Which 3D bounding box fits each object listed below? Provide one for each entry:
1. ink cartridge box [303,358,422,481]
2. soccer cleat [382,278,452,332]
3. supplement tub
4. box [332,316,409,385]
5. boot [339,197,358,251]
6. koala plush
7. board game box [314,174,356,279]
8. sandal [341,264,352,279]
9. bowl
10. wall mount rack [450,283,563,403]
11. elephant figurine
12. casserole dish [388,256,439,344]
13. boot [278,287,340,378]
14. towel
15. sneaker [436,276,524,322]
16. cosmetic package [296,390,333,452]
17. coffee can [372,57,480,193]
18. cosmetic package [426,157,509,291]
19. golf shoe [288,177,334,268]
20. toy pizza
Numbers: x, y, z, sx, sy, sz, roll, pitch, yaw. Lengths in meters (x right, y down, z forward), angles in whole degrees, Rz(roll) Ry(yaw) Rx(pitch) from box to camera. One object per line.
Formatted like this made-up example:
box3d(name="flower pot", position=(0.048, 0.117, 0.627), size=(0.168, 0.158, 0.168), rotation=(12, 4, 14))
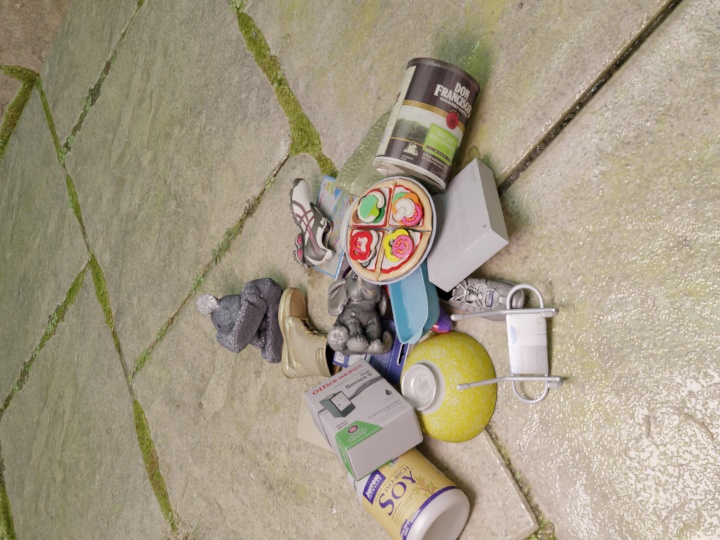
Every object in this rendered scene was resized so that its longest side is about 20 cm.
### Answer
box3d(name="ink cartridge box", position=(0.000, 0.268, 1.315), size=(0.200, 0.144, 0.085), rotation=(36, 150, 56))
box3d(name="soccer cleat", position=(0.107, 0.047, 1.373), size=(0.200, 0.066, 0.078), rotation=(42, 123, 44))
box3d(name="supplement tub", position=(0.083, 0.404, 1.293), size=(0.199, 0.144, 0.148), rotation=(35, 108, 40))
box3d(name="box", position=(0.030, 0.153, 1.447), size=(0.198, 0.032, 0.124), rotation=(11, 86, 47))
box3d(name="boot", position=(0.045, -0.099, 1.455), size=(0.144, 0.072, 0.202), rotation=(40, 108, 38))
box3d(name="koala plush", position=(-0.278, 0.105, 1.682), size=(0.198, 0.176, 0.187), rotation=(3, 74, 44))
box3d(name="board game box", position=(-0.056, -0.096, 1.574), size=(0.133, 0.034, 0.204), rotation=(26, 102, 43))
box3d(name="sandal", position=(0.000, -0.001, 1.477), size=(0.201, 0.047, 0.076), rotation=(-52, 23, 33))
box3d(name="bowl", position=(0.137, 0.211, 1.294), size=(0.198, 0.107, 0.205), rotation=(-8, 79, 42))
box3d(name="wall mount rack", position=(0.244, 0.127, 1.183), size=(0.170, 0.074, 0.205), rotation=(-4, 93, 21))
box3d(name="elephant figurine", position=(0.002, 0.059, 1.395), size=(0.152, 0.141, 0.204), rotation=(-5, 77, 28))
box3d(name="casserole dish", position=(0.098, 0.038, 1.301), size=(0.121, 0.038, 0.203), rotation=(127, 142, -49))
box3d(name="boot", position=(-0.108, 0.135, 1.566), size=(0.154, 0.072, 0.205), rotation=(-7, 81, 44))
box3d(name="towel", position=(0.045, -0.226, 1.439), size=(0.147, 0.037, 0.201), rotation=(29, 79, 38))
box3d(name="sneaker", position=(0.198, 0.049, 1.274), size=(0.198, 0.081, 0.076), rotation=(6, 88, 44))
box3d(name="cosmetic package", position=(-0.037, 0.318, 1.473), size=(0.198, 0.072, 0.106), rotation=(6, 88, 45))
box3d(name="coffee can", position=(0.121, -0.265, 1.323), size=(0.145, 0.145, 0.204), rotation=(16, 84, 44))
box3d(name="cosmetic package", position=(0.181, -0.084, 1.277), size=(0.151, 0.051, 0.202), rotation=(-43, 31, 34))
box3d(name="golf shoe", position=(-0.104, -0.108, 1.562), size=(0.087, 0.077, 0.204), rotation=(-13, 77, 22))
box3d(name="toy pizza", position=(0.047, -0.076, 1.296), size=(0.197, 0.032, 0.204), rotation=(-11, 70, 33))
